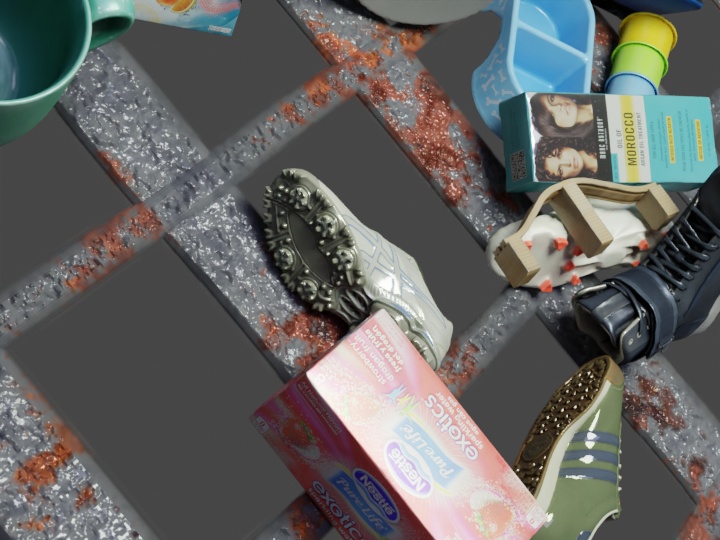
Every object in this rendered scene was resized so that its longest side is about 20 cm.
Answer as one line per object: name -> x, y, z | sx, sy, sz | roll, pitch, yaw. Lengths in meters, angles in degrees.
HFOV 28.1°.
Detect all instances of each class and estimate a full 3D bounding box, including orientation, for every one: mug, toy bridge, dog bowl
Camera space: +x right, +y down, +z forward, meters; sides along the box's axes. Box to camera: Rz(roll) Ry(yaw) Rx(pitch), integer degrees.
mug -> -0.267, -0.157, 1.021 | 0.184, 0.114, 0.153 | 21, 61, -23
toy bridge -> 0.187, -0.045, 1.222 | 0.199, 0.027, 0.067 | -21, 69, -36
dog bowl -> 0.169, -0.207, 1.360 | 0.111, 0.050, 0.201 | 23, 56, -20

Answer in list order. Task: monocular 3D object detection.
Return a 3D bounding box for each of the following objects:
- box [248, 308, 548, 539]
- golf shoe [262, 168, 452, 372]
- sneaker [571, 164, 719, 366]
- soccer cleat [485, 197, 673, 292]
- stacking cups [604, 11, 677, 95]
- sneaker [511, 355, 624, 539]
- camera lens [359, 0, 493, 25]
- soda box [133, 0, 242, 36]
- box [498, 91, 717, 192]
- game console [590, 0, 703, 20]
box -> 0.028, 0.145, 1.060 | 0.200, 0.103, 0.095 | 52, 51, 0
golf shoe -> 0.000, 0.000, 1.150 | 0.201, 0.078, 0.097 | 56, 34, -2
sneaker -> 0.264, -0.002, 1.226 | 0.145, 0.203, 0.077 | -15, 49, -32
soccer cleat -> 0.189, -0.030, 1.280 | 0.199, 0.070, 0.078 | -6, 41, -27
stacking cups -> 0.257, -0.157, 1.392 | 0.060, 0.060, 0.201 | 30, 60, -15
sneaker -> 0.179, 0.167, 1.172 | 0.090, 0.067, 0.200 | 50, 49, -14
camera lens -> 0.058, -0.345, 1.291 | 0.159, 0.160, 0.201 | 12, 61, -26
soda box -> -0.191, -0.242, 1.134 | 0.199, 0.064, 0.069 | 5, 33, -29
box -> 0.224, -0.114, 1.290 | 0.199, 0.049, 0.083 | -2, 83, -25
game console -> 0.231, -0.333, 1.419 | 0.199, 0.118, 0.172 | 22, 57, -21
